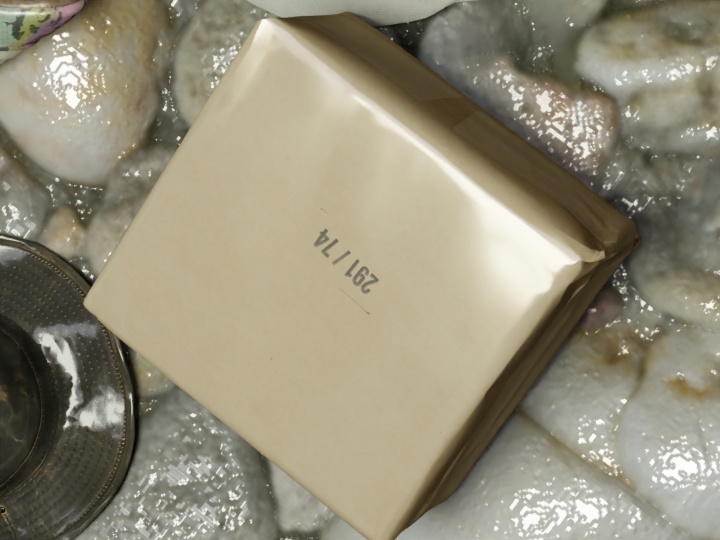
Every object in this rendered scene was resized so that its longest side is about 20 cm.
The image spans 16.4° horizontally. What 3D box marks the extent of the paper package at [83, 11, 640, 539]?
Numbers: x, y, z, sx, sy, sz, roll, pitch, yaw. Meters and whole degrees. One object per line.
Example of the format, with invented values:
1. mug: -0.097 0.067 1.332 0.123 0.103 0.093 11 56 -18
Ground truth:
1. paper package: 0.000 0.000 1.217 0.200 0.103 0.191 38 109 12

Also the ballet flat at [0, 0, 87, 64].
1. ballet flat: -0.233 -0.138 1.325 0.200 0.069 0.071 14 112 20

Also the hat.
1. hat: -0.223 0.072 1.307 0.200 0.081 0.201 0 89 17

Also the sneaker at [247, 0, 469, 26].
1. sneaker: 0.028 -0.178 1.246 0.200 0.075 0.089 -6 72 16
